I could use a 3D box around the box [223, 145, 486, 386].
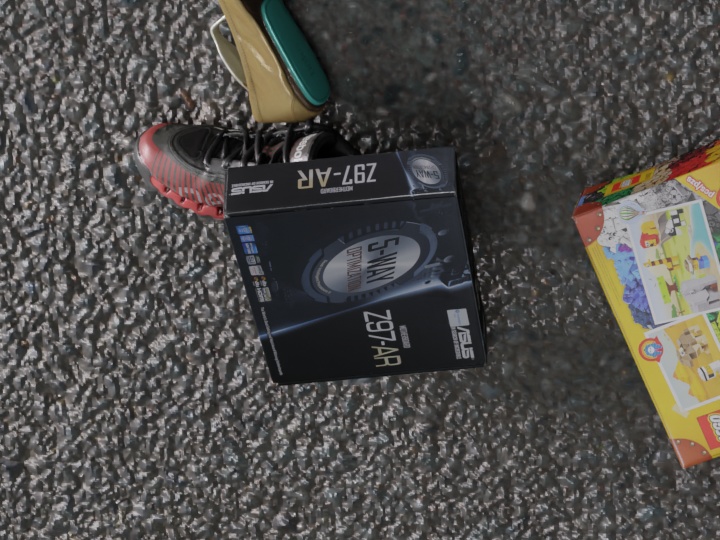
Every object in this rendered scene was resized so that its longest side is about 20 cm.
[{"bbox_3d":[0.000,0.000,1.696,0.160,0.044,0.200,-5,141,6],"label":"box"}]

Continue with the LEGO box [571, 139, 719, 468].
[{"bbox_3d":[0.257,0.015,1.690,0.149,0.077,0.200,-22,102,18],"label":"LEGO box"}]

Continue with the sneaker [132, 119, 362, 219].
[{"bbox_3d":[-0.064,-0.073,1.720,0.200,0.071,0.098,19,146,4],"label":"sneaker"}]

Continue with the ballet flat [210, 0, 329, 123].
[{"bbox_3d":[-0.088,-0.192,1.706,0.063,0.069,0.200,-15,103,31],"label":"ballet flat"}]
